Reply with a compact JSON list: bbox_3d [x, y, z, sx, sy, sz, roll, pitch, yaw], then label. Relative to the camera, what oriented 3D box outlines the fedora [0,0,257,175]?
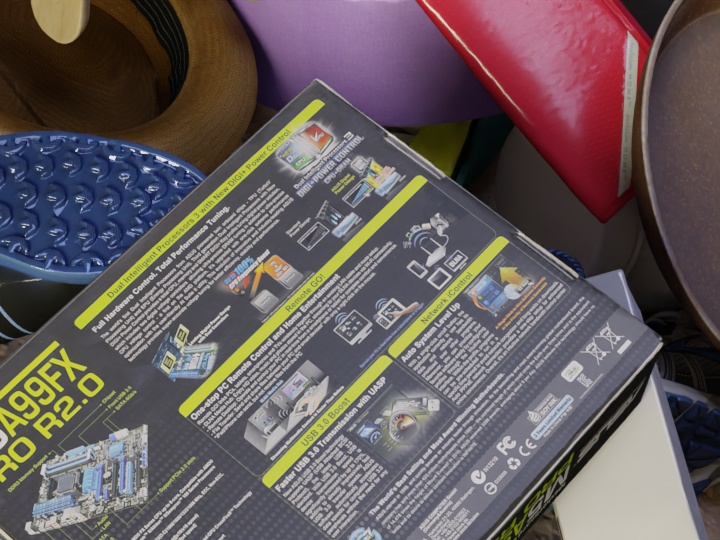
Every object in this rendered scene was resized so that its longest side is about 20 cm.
[{"bbox_3d":[-0.143,-0.083,0.814,0.200,0.082,0.201,12,44,-12],"label":"fedora"}]

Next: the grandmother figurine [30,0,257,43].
[{"bbox_3d":[-0.075,-0.165,0.824,0.200,0.061,0.122,-27,82,-43],"label":"grandmother figurine"}]

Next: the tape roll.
[{"bbox_3d":[0.024,-0.143,0.899,0.199,0.066,0.200,-4,31,2],"label":"tape roll"}]

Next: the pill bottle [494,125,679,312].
[{"bbox_3d":[0.169,-0.040,0.883,0.199,0.113,0.113,-7,51,-29],"label":"pill bottle"}]

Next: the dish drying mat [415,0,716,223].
[{"bbox_3d":[0.066,-0.119,0.794,0.077,0.018,0.200,-39,91,-18],"label":"dish drying mat"}]

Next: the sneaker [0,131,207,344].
[{"bbox_3d":[-0.150,-0.002,0.708,0.199,0.078,0.070,-2,55,-7],"label":"sneaker"}]

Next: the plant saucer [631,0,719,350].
[{"bbox_3d":[0.186,-0.037,0.798,0.199,0.034,0.201,8,75,-32],"label":"plant saucer"}]

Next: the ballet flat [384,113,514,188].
[{"bbox_3d":[0.029,-0.057,0.876,0.067,0.067,0.200,25,45,6],"label":"ballet flat"}]

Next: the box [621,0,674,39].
[{"bbox_3d":[0.187,-0.166,1.045,0.082,0.069,0.200,-21,58,-36],"label":"box"}]

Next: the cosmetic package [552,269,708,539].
[{"bbox_3d":[0.103,0.108,0.678,0.050,0.083,0.201,-17,74,11],"label":"cosmetic package"}]

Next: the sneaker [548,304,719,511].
[{"bbox_3d":[0.134,0.058,0.814,0.199,0.077,0.085,7,35,-28],"label":"sneaker"}]

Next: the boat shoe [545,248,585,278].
[{"bbox_3d":[0.000,0.000,0.749,0.199,0.069,0.084,-2,23,-17],"label":"boat shoe"}]

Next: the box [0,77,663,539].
[{"bbox_3d":[-0.022,0.050,0.617,0.160,0.044,0.200,37,65,18],"label":"box"}]
